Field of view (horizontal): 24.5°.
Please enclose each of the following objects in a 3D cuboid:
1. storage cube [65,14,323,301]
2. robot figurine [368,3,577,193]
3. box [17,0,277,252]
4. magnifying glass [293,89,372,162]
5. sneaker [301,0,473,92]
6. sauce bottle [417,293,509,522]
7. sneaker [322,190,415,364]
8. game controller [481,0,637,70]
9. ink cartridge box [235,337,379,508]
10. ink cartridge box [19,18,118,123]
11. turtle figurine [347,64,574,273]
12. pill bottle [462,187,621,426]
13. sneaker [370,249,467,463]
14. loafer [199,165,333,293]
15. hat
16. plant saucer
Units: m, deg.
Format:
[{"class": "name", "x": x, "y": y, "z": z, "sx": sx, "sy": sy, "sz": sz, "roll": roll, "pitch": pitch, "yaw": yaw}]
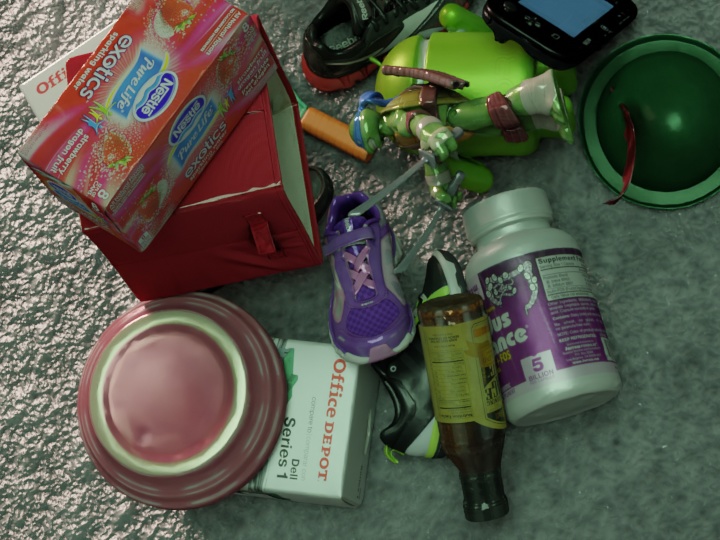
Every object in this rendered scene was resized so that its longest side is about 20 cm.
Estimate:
[{"class": "storage cube", "x": -0.146, "y": -0.094, "z": 1.477, "sx": 0.179, "sy": 0.171, "sz": 0.201, "roll": -11, "pitch": 67, "yaw": 7}, {"class": "robot figurine", "x": 0.104, "y": -0.167, "z": 1.572, "sx": 0.199, "sy": 0.116, "sz": 0.177, "roll": 0, "pitch": 77, "yaw": 11}, {"class": "box", "x": -0.170, "y": -0.132, "z": 1.352, "sx": 0.099, "sy": 0.096, "sz": 0.200, "roll": 31, "pitch": 77, "yaw": 22}, {"class": "magnifying glass", "x": -0.073, "y": -0.162, "z": 1.655, "sx": 0.199, "sy": 0.022, "sz": 0.080, "roll": 28, "pitch": 83, "yaw": 15}, {"class": "sneaker", "x": 0.026, "y": -0.251, "z": 1.617, "sx": 0.200, "sy": 0.098, "sz": 0.071, "roll": -30, "pitch": 70, "yaw": 1}, {"class": "sauce bottle", "x": 0.097, "y": 0.123, "z": 1.480, "sx": 0.066, "sy": 0.066, "sz": 0.201, "roll": -9, "pitch": 101, "yaw": 8}, {"class": "sneaker", "x": 0.000, "y": 0.000, "z": 1.521, "sx": 0.080, "sy": 0.089, "sz": 0.201, "roll": -12, "pitch": 40, "yaw": 5}, {"class": "game controller", "x": 0.189, "y": -0.242, "z": 1.551, "sx": 0.104, "sy": 0.200, "sz": 0.042, "roll": 27, "pitch": 124, "yaw": 16}, {"class": "ink cartridge box", "x": -0.092, "y": 0.137, "z": 1.554, "sx": 0.199, "sy": 0.084, "sz": 0.147, "roll": 4, "pitch": 78, "yaw": 13}, {"class": "ink cartridge box", "x": -0.224, "y": -0.133, "z": 1.644, "sx": 0.144, "sy": 0.084, "sz": 0.201, "roll": -33, "pitch": 73, "yaw": 1}, {"class": "turtle figurine", "x": 0.092, "y": -0.095, "z": 1.460, "sx": 0.193, "sy": 0.144, "sz": 0.201, "roll": -14, "pitch": 45, "yaw": 11}, {"class": "pill bottle", "x": 0.159, "y": 0.032, "z": 1.517, "sx": 0.112, "sy": 0.112, "sz": 0.201, "roll": -18, "pitch": 74, "yaw": 6}, {"class": "sneaker", "x": 0.052, "y": 0.078, "z": 1.533, "sx": 0.082, "sy": 0.072, "sz": 0.201, "roll": 5, "pitch": 81, "yaw": -5}, {"class": "loafer", "x": -0.115, "y": -0.039, "z": 1.606, "sx": 0.200, "sy": 0.072, "sz": 0.073, "roll": -36, "pitch": 72, "yaw": 0}, {"class": "hat", "x": 0.278, "y": -0.150, "z": 1.502, "sx": 0.165, "sy": 0.176, "sz": 0.201, "roll": -15, "pitch": 74, "yaw": 7}, {"class": "plant saucer", "x": -0.167, "y": 0.114, "z": 1.504, "sx": 0.199, "sy": 0.051, "sz": 0.202, "roll": -3, "pitch": 76, "yaw": 11}]
